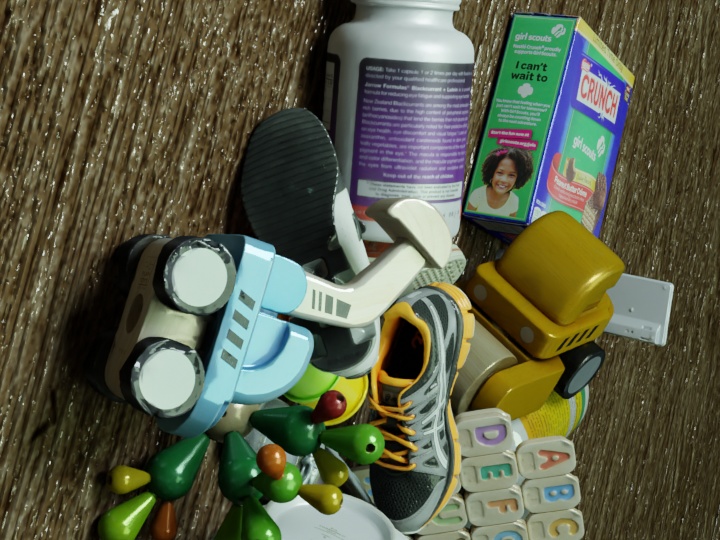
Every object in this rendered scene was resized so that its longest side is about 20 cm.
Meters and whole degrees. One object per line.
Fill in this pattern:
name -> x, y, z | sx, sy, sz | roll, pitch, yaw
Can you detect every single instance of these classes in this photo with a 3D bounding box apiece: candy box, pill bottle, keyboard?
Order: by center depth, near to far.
pill bottle -> 0.028, -0.127, 1.162 | 0.111, 0.111, 0.201 | -13, 111, -58
pill bottle -> 0.120, 0.141, 1.404 | 0.200, 0.113, 0.113 | -34, 127, -51
keyboard -> 0.199, 0.023, 1.417 | 0.011, 0.200, 0.056 | 9, 93, -47
candy box -> 0.183, -0.122, 1.464 | 0.169, 0.077, 0.201 | 24, 77, -59

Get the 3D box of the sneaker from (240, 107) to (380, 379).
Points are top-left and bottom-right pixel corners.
sneaker -> -0.032, -0.015, 1.104 | 0.089, 0.074, 0.200 | 46, 30, -73

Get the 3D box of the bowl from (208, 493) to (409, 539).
bowl -> -0.029, 0.215, 1.074 | 0.201, 0.201, 0.091 | -23, 129, -55

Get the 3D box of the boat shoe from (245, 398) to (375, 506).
boat shoe -> -0.038, 0.161, 1.186 | 0.075, 0.065, 0.202 | -62, 146, -27

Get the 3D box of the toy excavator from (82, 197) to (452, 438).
toy excavator -> -0.053, 0.023, 0.994 | 0.200, 0.100, 0.195 | 21, 82, -27

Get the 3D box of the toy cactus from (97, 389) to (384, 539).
toy cactus -> -0.090, 0.118, 1.028 | 0.102, 0.200, 0.165 | 51, 15, -47

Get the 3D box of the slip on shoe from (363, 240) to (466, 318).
slip on shoe -> 0.000, 0.000, 1.215 | 0.200, 0.061, 0.074 | -14, 144, -45

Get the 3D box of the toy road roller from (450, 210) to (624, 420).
toy road roller -> 0.138, 0.033, 1.326 | 0.200, 0.123, 0.146 | -16, 140, -46

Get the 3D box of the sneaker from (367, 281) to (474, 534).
sneaker -> 0.034, 0.108, 1.208 | 0.077, 0.078, 0.201 | 0, 96, -59

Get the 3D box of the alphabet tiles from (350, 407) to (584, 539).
alphabet tiles -> 0.089, 0.202, 1.308 | 0.015, 0.195, 0.200 | -93, 172, -56

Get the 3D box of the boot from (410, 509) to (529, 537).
boot -> 0.111, 0.265, 1.468 | 0.200, 0.072, 0.182 | -48, 124, -52

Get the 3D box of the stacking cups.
stacking cups -> -0.065, 0.044, 1.123 | 0.200, 0.060, 0.061 | 48, 58, -47
